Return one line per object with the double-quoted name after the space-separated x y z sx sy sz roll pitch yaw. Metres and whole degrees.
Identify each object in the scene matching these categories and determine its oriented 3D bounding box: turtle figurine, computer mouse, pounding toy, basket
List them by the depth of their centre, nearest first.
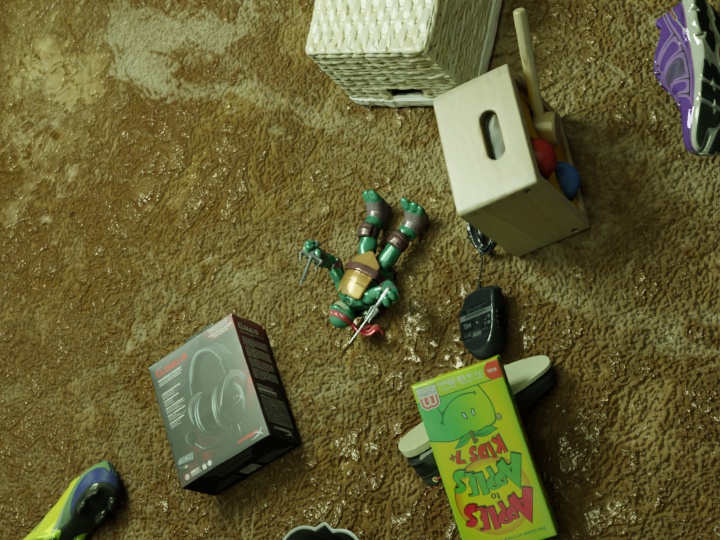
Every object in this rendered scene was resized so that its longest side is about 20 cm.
0.182 -0.155 1.523 0.142 0.184 0.201 -22 62 24 "pounding toy"
0.150 0.014 1.584 0.058 0.034 0.201 -22 56 44 "computer mouse"
0.000 0.000 1.640 0.149 0.101 0.201 22 70 21 "turtle figurine"
0.055 -0.326 1.682 0.197 0.161 0.201 5 78 33 "basket"

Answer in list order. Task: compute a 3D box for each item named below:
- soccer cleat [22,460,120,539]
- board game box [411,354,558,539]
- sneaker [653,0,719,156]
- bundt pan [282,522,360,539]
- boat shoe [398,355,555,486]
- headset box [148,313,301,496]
-0.399 0.339 1.813 0.200 0.065 0.084 -43 26 18 "soccer cleat"
0.137 0.205 1.450 0.101 0.048 0.201 -19 87 9 "board game box"
0.375 -0.213 1.502 0.083 0.080 0.201 -25 53 42 "sneaker"
-0.035 0.399 1.535 0.201 0.076 0.203 -12 67 29 "bundt pan"
0.141 0.170 1.515 0.201 0.063 0.074 -36 14 4 "boat shoe"
-0.180 0.165 1.711 0.148 0.077 0.201 -32 61 20 "headset box"
